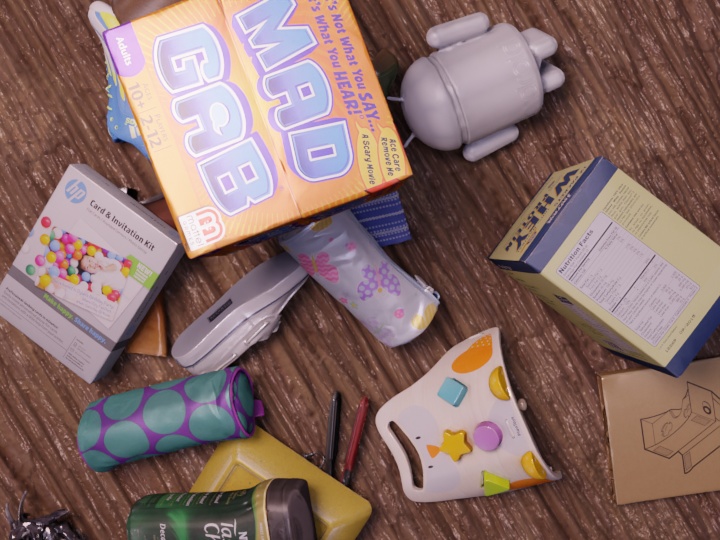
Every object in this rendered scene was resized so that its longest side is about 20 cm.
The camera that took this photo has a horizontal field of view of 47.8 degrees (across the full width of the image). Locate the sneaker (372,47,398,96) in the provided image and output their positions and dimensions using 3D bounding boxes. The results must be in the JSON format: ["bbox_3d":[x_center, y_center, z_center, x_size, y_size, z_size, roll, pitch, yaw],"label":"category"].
[{"bbox_3d":[0.001,-0.155,0.965,0.090,0.067,0.200,37,96,-2],"label":"sneaker"}]

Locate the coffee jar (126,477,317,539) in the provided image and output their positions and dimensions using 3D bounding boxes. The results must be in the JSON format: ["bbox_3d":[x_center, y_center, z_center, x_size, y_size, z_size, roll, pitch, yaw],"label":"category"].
[{"bbox_3d":[-0.148,0.289,0.895,0.200,0.085,0.104,-10,90,8],"label":"coffee jar"}]

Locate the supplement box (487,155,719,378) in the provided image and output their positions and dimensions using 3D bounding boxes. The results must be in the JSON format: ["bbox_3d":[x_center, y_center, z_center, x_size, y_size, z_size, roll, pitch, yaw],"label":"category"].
[{"bbox_3d":[0.276,-0.005,0.906,0.200,0.200,0.134,37,90,-3],"label":"supplement box"}]

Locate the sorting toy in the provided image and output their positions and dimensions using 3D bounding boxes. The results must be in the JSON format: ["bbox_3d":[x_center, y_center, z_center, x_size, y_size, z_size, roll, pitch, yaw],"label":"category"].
[{"bbox_3d":[0.117,0.199,0.972,0.180,0.107,0.200,-23,92,18],"label":"sorting toy"}]

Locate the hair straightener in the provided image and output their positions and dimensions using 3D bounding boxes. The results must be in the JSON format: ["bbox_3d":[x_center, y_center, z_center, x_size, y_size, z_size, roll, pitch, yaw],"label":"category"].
[{"bbox_3d":[-0.046,0.243,0.991,0.077,0.041,0.200,12,96,10],"label":"hair straightener"}]

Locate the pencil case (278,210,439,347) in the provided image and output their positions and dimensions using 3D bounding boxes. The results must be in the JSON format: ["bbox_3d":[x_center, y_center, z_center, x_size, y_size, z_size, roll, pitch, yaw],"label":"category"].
[{"bbox_3d":[0.000,0.000,0.929,0.200,0.083,0.091,43,132,-19],"label":"pencil case"}]

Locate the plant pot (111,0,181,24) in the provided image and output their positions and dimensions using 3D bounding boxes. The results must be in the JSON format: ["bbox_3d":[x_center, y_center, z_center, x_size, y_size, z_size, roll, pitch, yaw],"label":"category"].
[{"bbox_3d":[-0.152,-0.299,0.902,0.198,0.200,0.200,-36,92,7],"label":"plant pot"}]

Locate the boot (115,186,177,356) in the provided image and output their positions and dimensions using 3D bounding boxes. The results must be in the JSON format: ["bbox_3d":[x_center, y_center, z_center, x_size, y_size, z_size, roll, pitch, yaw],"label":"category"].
[{"bbox_3d":[-0.237,0.004,0.961,0.188,0.068,0.200,2,92,-2],"label":"boot"}]

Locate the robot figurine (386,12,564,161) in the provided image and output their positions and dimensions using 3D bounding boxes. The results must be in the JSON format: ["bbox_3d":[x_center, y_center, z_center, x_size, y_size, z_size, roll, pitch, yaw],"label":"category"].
[{"bbox_3d":[0.131,-0.211,0.941,0.200,0.113,0.170,-24,117,0],"label":"robot figurine"}]

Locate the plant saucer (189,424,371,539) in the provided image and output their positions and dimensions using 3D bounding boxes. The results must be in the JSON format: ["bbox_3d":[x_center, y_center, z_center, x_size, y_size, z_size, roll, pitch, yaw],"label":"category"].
[{"bbox_3d":[-0.121,0.310,0.958,0.200,0.048,0.200,33,95,7],"label":"plant saucer"}]

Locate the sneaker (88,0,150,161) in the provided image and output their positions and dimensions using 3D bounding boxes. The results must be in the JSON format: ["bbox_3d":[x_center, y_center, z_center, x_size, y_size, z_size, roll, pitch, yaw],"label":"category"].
[{"bbox_3d":[-0.273,-0.212,0.951,0.105,0.076,0.200,-39,93,0],"label":"sneaker"}]

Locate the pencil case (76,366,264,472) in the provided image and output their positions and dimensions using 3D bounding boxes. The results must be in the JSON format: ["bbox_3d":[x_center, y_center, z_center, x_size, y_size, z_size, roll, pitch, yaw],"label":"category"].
[{"bbox_3d":[-0.221,0.173,0.945,0.200,0.092,0.085,-14,60,9],"label":"pencil case"}]

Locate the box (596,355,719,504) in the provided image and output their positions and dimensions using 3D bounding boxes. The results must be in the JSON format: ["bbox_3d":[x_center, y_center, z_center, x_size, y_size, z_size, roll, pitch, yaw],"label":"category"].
[{"bbox_3d":[0.400,0.193,1.002,0.200,0.021,0.164,-8,92,-1],"label":"box"}]

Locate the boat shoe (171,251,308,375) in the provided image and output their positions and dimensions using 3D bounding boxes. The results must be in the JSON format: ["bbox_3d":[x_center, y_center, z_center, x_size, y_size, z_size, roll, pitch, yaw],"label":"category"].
[{"bbox_3d":[-0.130,0.054,0.971,0.200,0.074,0.065,-37,121,4],"label":"boat shoe"}]

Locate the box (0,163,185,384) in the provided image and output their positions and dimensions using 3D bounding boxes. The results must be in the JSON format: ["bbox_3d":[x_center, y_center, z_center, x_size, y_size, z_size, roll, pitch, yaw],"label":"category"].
[{"bbox_3d":[-0.311,0.004,0.932,0.156,0.041,0.200,36,101,5],"label":"box"}]

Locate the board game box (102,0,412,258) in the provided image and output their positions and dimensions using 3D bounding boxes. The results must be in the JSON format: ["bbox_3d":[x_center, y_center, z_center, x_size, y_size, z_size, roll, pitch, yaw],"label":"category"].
[{"bbox_3d":[-0.085,-0.138,0.758,0.200,0.200,0.200,-21,92,0],"label":"board game box"}]

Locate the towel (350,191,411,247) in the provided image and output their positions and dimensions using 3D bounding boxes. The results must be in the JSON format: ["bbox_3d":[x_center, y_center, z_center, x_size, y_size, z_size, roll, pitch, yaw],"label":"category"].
[{"bbox_3d":[-0.036,-0.106,0.927,0.145,0.024,0.200,-11,121,14],"label":"towel"}]

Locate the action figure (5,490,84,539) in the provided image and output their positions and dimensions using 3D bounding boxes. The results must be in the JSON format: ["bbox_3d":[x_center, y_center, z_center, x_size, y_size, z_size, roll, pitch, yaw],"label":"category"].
[{"bbox_3d":[-0.363,0.361,0.950,0.119,0.102,0.200,-34,93,11],"label":"action figure"}]
